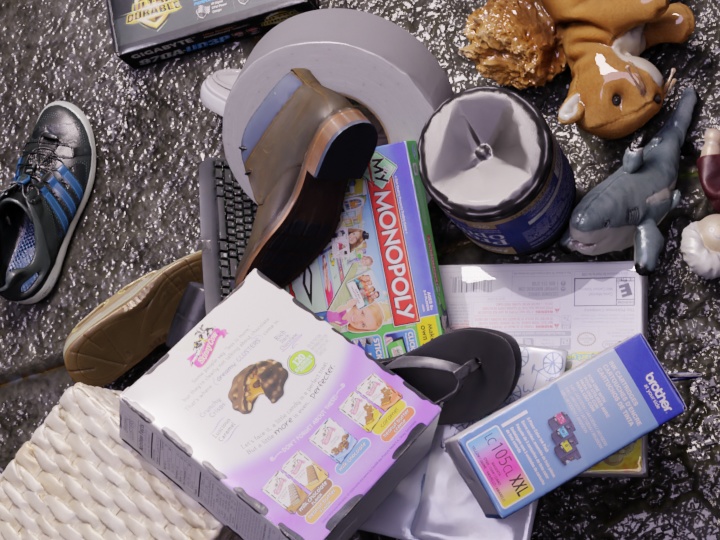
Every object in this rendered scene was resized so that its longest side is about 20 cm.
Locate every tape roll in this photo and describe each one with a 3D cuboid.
[{"bbox_3d":[-0.018,-0.125,1.539,0.199,0.201,0.066,0,34,15],"label":"tape roll"}]

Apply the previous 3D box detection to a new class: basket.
[{"bbox_3d":[-0.203,0.229,1.490,0.200,0.161,0.198,40,93,18],"label":"basket"}]

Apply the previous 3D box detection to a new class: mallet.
[{"bbox_3d":[-0.071,0.063,1.569,0.199,0.041,0.066,13,92,0],"label":"mallet"}]

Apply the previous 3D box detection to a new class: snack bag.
[{"bbox_3d":[0.065,0.141,1.500,0.199,0.021,0.190,11,83,19],"label":"snack bag"}]

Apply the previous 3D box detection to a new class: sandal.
[{"bbox_3d":[0.040,0.099,1.458,0.199,0.043,0.076,-14,95,20],"label":"sandal"}]

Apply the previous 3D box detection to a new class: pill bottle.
[{"bbox_3d":[0.122,-0.075,1.482,0.111,0.200,0.112,-3,77,15],"label":"pill bottle"}]

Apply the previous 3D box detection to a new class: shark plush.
[{"bbox_3d":[0.246,-0.080,1.496,0.200,0.083,0.091,-42,46,-19],"label":"shark plush"}]

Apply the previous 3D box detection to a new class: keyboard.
[{"bbox_3d":[-0.081,-0.018,1.583,0.126,0.021,0.201,5,56,-18],"label":"keyboard"}]

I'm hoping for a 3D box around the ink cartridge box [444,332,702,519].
[{"bbox_3d":[0.173,0.117,1.400,0.199,0.136,0.077,-31,85,-5],"label":"ink cartridge box"}]

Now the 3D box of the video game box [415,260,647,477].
[{"bbox_3d":[0.150,0.087,1.521,0.199,0.047,0.183,-1,76,16],"label":"video game box"}]

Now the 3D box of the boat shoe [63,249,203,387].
[{"bbox_3d":[-0.187,0.032,1.610,0.199,0.066,0.074,-29,112,-12],"label":"boat shoe"}]

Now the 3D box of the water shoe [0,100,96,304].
[{"bbox_3d":[-0.303,-0.069,1.663,0.071,0.079,0.201,7,80,17],"label":"water shoe"}]

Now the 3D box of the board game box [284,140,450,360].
[{"bbox_3d":[0.000,0.000,1.503,0.134,0.029,0.201,-11,90,21],"label":"board game box"}]

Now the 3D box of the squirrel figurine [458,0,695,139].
[{"bbox_3d":[0.194,-0.208,1.544,0.199,0.141,0.188,1,89,30],"label":"squirrel figurine"}]

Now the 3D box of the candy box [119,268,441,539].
[{"bbox_3d":[-0.066,0.122,1.400,0.200,0.072,0.168,37,60,16],"label":"candy box"}]

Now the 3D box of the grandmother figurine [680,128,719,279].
[{"bbox_3d":[0.340,-0.080,1.499,0.121,0.061,0.200,35,86,28],"label":"grandmother figurine"}]

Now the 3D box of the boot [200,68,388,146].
[{"bbox_3d":[-0.049,-0.178,1.600,0.199,0.074,0.096,12,124,11],"label":"boot"}]

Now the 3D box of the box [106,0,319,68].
[{"bbox_3d":[-0.148,-0.296,1.686,0.199,0.046,0.160,-14,75,13],"label":"box"}]

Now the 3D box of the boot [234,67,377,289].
[{"bbox_3d":[-0.064,-0.073,1.483,0.097,0.075,0.200,52,120,34],"label":"boot"}]
